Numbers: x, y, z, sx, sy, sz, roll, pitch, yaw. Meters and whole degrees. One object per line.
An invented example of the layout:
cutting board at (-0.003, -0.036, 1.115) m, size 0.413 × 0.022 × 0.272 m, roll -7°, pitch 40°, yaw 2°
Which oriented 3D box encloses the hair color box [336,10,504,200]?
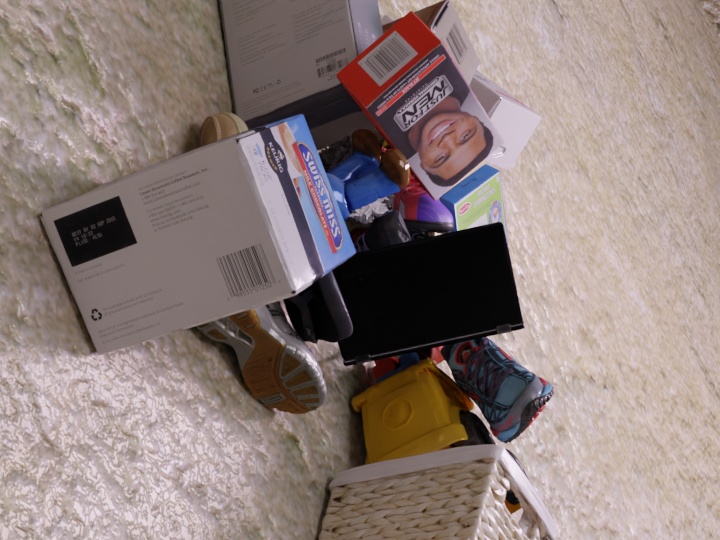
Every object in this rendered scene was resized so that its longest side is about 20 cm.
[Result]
hair color box at (0.065, -0.163, 1.485) m, size 0.061 × 0.102 × 0.200 m, roll 51°, pitch 3°, yaw 33°

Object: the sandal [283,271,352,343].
sandal at (-0.050, 0.041, 1.397) m, size 0.076 × 0.043 × 0.200 m, roll 67°, pitch -15°, yaw 6°

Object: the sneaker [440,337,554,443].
sneaker at (0.130, 0.115, 1.527) m, size 0.096 × 0.079 × 0.200 m, roll 39°, pitch -2°, yaw -15°

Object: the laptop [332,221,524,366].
laptop at (0.064, 0.021, 1.492) m, size 0.200 × 0.187 × 0.116 m, roll -43°, pitch 121°, yaw -84°

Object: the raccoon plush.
raccoon plush at (-0.056, -0.094, 1.568) m, size 0.200 × 0.134 × 0.097 m, roll -4°, pitch 92°, yaw -31°

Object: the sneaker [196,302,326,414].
sneaker at (-0.089, 0.051, 1.378) m, size 0.200 × 0.076 × 0.088 m, roll 55°, pitch 26°, yaw -35°

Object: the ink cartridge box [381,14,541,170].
ink cartridge box at (0.110, -0.221, 1.819) m, size 0.200 × 0.083 × 0.147 m, roll 39°, pitch 13°, yaw 25°

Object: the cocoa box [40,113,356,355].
cocoa box at (-0.131, -0.031, 1.203) m, size 0.131 × 0.200 × 0.133 m, roll -33°, pitch 103°, yaw -64°

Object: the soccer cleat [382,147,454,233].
soccer cleat at (0.046, -0.088, 1.622) m, size 0.068 × 0.200 × 0.073 m, roll 7°, pitch 101°, yaw -24°

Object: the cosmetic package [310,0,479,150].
cosmetic package at (0.019, -0.216, 1.619) m, size 0.087 × 0.200 × 0.103 m, roll 61°, pitch 26°, yaw -21°

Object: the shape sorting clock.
shape sorting clock at (0.127, -0.041, 1.711) m, size 0.200 × 0.039 × 0.200 m, roll -7°, pitch 98°, yaw -61°

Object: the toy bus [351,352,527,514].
toy bus at (0.078, 0.179, 1.587) m, size 0.200 × 0.136 × 0.192 m, roll 43°, pitch 22°, yaw -48°

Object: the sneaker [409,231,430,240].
sneaker at (0.081, 0.001, 1.739) m, size 0.200 × 0.081 × 0.075 m, roll 38°, pitch 53°, yaw -45°

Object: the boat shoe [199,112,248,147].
boat shoe at (-0.139, -0.086, 1.366) m, size 0.065 × 0.072 × 0.200 m, roll 9°, pitch 39°, yaw -18°

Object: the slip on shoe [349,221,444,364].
slip on shoe at (0.044, 0.029, 1.664) m, size 0.061 × 0.074 × 0.200 m, roll -47°, pitch 117°, yaw -45°

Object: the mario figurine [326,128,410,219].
mario figurine at (-0.051, -0.071, 1.421) m, size 0.200 × 0.123 × 0.106 m, roll -36°, pitch 100°, yaw -18°

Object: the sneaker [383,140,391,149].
sneaker at (0.084, -0.095, 1.835) m, size 0.200 × 0.070 × 0.090 m, roll 53°, pitch 46°, yaw -33°

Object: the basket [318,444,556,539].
basket at (0.069, 0.267, 1.417) m, size 0.136 × 0.200 × 0.123 m, roll 55°, pitch 37°, yaw -30°

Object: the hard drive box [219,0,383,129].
hard drive box at (-0.061, -0.257, 1.538) m, size 0.077 × 0.156 × 0.200 m, roll 22°, pitch 56°, yaw -58°

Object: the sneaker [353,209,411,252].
sneaker at (0.000, 0.000, 1.523) m, size 0.200 × 0.115 × 0.075 m, roll 81°, pitch -12°, yaw -78°
